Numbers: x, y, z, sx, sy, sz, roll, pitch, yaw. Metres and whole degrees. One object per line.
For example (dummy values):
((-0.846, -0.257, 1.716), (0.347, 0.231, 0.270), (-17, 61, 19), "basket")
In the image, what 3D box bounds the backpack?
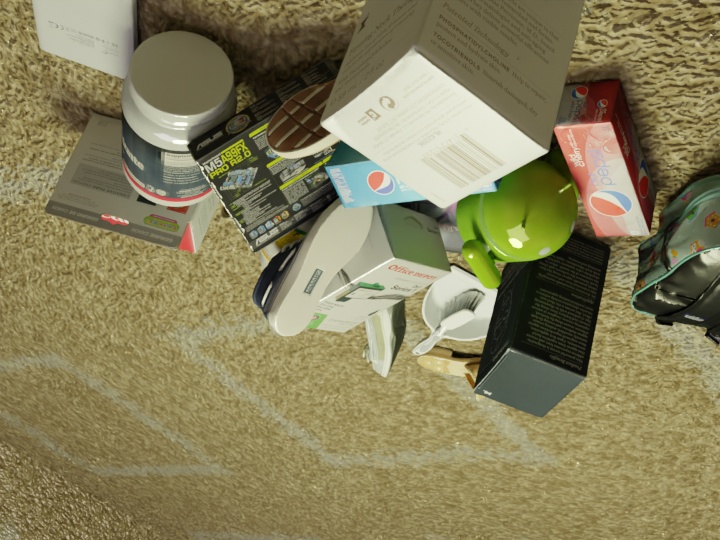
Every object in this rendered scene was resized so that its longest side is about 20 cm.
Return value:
((0.424, -0.018, 1.166), (0.174, 0.155, 0.200), (20, 160, -6), "backpack")

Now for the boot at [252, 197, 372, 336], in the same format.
((-0.067, -0.022, 1.292), (0.072, 0.201, 0.090), (31, -174, -38), "boot")

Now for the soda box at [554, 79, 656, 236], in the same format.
((0.280, -0.122, 1.171), (0.069, 0.064, 0.200), (0, 145, 30), "soda box")

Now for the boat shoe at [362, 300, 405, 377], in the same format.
((0.032, 0.098, 1.669), (0.064, 0.075, 0.203), (18, 146, 15), "boat shoe")

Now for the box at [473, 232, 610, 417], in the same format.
((0.239, 0.065, 1.363), (0.106, 0.202, 0.149), (21, 151, -3), "box")

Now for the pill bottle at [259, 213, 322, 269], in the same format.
((-0.081, -0.060, 1.431), (0.112, 0.114, 0.200), (23, 149, -7), "pill bottle")

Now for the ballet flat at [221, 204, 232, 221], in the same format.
((-0.142, -0.131, 1.355), (0.062, 0.068, 0.201), (-1, 139, -23), "ballet flat")

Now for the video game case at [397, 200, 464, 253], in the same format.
((0.070, -0.093, 1.386), (0.141, 0.019, 0.201), (8, 147, 19), "video game case")

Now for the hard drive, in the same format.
((-0.331, -0.319, 1.240), (0.130, 0.026, 0.201), (19, 150, 0), "hard drive")

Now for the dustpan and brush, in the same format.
((0.136, 0.078, 1.582), (0.139, 0.058, 0.200), (28, 149, -15), "dustpan and brush")

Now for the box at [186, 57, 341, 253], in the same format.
((-0.084, -0.135, 1.242), (0.199, 0.044, 0.161), (-32, 131, -2), "box")

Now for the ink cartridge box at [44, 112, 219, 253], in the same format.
((-0.307, -0.104, 1.426), (0.198, 0.177, 0.084), (16, 150, 7), "ink cartridge box")

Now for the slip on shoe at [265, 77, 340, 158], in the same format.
((-0.013, -0.187, 1.163), (0.199, 0.076, 0.061), (-36, 155, 7), "slip on shoe")

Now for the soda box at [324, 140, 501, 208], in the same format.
((0.064, -0.124, 1.170), (0.198, 0.068, 0.065), (-4, 130, 31), "soda box")

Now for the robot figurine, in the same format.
((0.183, -0.069, 1.225), (0.116, 0.175, 0.200), (47, 170, -7), "robot figurine")

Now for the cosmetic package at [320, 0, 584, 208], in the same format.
((0.091, -0.205, 1.006), (0.165, 0.202, 0.167), (31, 148, -21), "cosmetic package")

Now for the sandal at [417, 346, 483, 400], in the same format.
((0.191, 0.182, 1.711), (0.209, 0.070, 0.078), (9, 149, 18), "sandal")

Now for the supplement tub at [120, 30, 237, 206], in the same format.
((-0.227, -0.184, 1.283), (0.139, 0.142, 0.200), (20, 150, -2), "supplement tub")

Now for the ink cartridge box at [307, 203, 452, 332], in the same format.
((0.000, 0.000, 1.369), (0.199, 0.085, 0.145), (-30, 156, 30), "ink cartridge box")
